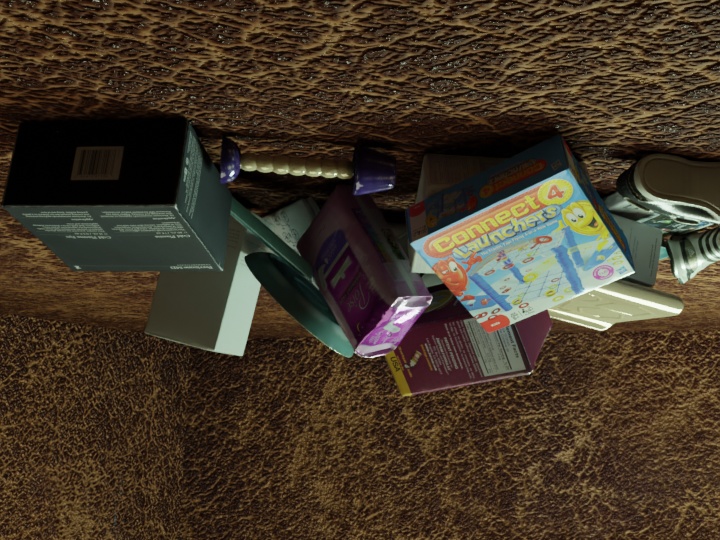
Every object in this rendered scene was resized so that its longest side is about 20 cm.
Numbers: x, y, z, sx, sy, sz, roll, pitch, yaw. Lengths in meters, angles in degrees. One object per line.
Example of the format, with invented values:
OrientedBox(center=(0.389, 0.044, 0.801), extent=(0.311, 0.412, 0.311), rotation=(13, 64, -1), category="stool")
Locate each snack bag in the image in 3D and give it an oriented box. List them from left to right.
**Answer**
OrientedBox(center=(-0.074, -0.002, 1.467), extent=(0.021, 0.202, 0.188), rotation=(-30, -172, -29), category="snack bag")

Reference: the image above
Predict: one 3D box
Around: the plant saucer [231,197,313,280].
OrientedBox(center=(-0.138, -0.059, 1.274), extent=(0.200, 0.019, 0.070), rotation=(43, 174, -27), category="plant saucer")

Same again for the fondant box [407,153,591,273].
OrientedBox(center=(0.164, -0.062, 1.184), extent=(0.196, 0.059, 0.146), rotation=(2, 137, -6), category="fondant box")

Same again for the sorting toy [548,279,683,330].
OrientedBox(center=(0.323, 0.037, 1.385), extent=(0.182, 0.037, 0.200), rotation=(14, 165, -15), category="sorting toy")

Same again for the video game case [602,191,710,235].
OrientedBox(center=(0.410, -0.082, 1.349), extent=(0.179, 0.024, 0.200), rotation=(4, 170, -13), category="video game case")

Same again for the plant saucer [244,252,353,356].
OrientedBox(center=(-0.077, 0.040, 1.358), extent=(0.200, 0.027, 0.200), rotation=(44, -175, -5), category="plant saucer")

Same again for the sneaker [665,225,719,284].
OrientedBox(center=(0.532, -0.028, 1.501), extent=(0.114, 0.077, 0.200), rotation=(-15, 177, 21), category="sneaker")

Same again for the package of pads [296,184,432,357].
OrientedBox(center=(0.000, 0.000, 1.289), extent=(0.075, 0.201, 0.121), rotation=(-2, 140, -40), category="package of pads")

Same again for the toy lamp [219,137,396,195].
OrientedBox(center=(-0.058, -0.116, 1.109), extent=(0.196, 0.059, 0.058), rotation=(2, 171, -7), category="toy lamp")

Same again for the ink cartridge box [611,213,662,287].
OrientedBox(center=(0.288, -0.034, 1.362), extent=(0.197, 0.085, 0.145), rotation=(15, 169, -17), category="ink cartridge box")

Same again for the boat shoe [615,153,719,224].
OrientedBox(center=(0.392, -0.087, 1.153), extent=(0.197, 0.075, 0.060), rotation=(8, 170, -18), category="boat shoe")

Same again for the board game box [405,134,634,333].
OrientedBox(center=(0.184, -0.034, 1.131), extent=(0.198, 0.056, 0.196), rotation=(-25, 133, 23), category="board game box")

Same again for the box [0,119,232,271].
OrientedBox(center=(-0.266, -0.080, 1.117), extent=(0.196, 0.106, 0.183), rotation=(1, 157, 9), category="box")

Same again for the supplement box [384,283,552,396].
OrientedBox(center=(0.141, 0.081, 1.336), extent=(0.198, 0.104, 0.131), rotation=(-15, -162, 29), category="supplement box")

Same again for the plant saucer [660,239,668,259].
OrientedBox(center=(0.405, -0.039, 1.608), extent=(0.196, 0.028, 0.200), rotation=(2, 172, 0), category="plant saucer")

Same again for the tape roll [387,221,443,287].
OrientedBox(center=(0.053, 0.027, 1.524), extent=(0.137, 0.206, 0.203), rotation=(3, 171, -14), category="tape roll")

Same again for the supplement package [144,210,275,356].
OrientedBox(center=(-0.214, 0.010, 1.421), extent=(0.115, 0.203, 0.117), rotation=(13, 174, 14), category="supplement package")

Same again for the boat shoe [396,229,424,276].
OrientedBox(center=(0.090, -0.041, 1.351), extent=(0.061, 0.075, 0.201), rotation=(-10, 143, -33), category="boat shoe")
